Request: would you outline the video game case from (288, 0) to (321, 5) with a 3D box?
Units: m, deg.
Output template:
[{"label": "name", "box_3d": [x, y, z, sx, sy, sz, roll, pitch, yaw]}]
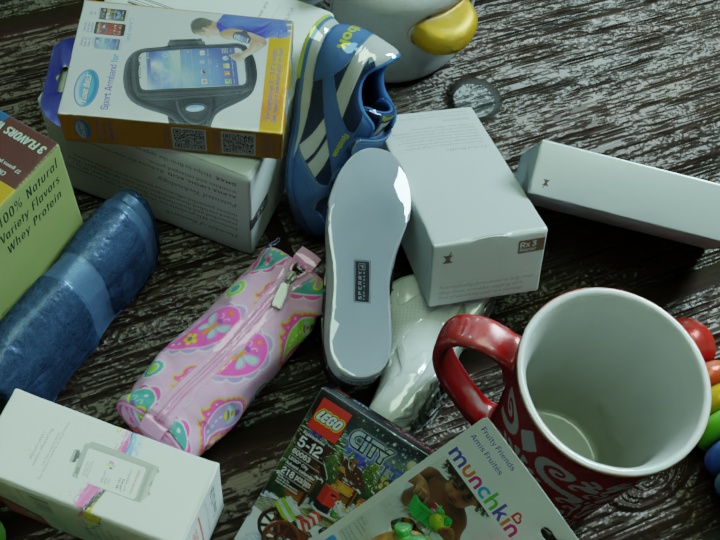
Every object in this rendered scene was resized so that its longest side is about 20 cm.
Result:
[{"label": "video game case", "box_3d": [-0.083, -0.324, 0.940, 0.023, 0.200, 0.183, 17, 72, -41]}]

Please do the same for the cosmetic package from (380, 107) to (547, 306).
[{"label": "cosmetic package", "box_3d": [0.080, -0.062, 0.851, 0.101, 0.074, 0.200, -8, 42, -9]}]

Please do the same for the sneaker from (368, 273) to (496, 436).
[{"label": "sneaker", "box_3d": [0.041, 0.060, 0.826, 0.099, 0.078, 0.200, 24, 53, 15]}]

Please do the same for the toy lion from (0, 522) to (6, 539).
[{"label": "toy lion", "box_3d": [-0.323, 0.238, 0.676, 0.200, 0.069, 0.192, 37, 71, 13]}]

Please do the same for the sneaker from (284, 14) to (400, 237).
[{"label": "sneaker", "box_3d": [-0.015, -0.116, 0.842, 0.082, 0.201, 0.074, 15, 30, 13]}]

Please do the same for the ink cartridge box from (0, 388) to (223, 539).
[{"label": "ink cartridge box", "box_3d": [-0.169, 0.168, 0.713, 0.199, 0.117, 0.068, 20, 62, 4]}]

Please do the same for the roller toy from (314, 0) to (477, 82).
[{"label": "roller toy", "box_3d": [0.028, -0.296, 0.972, 0.182, 0.140, 0.201, 7, 61, -2]}]

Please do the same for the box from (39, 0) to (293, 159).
[{"label": "box", "box_3d": [-0.157, -0.158, 0.787, 0.199, 0.042, 0.119, 5, 62, -6]}]

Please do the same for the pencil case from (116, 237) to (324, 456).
[{"label": "pencil case", "box_3d": [-0.106, 0.066, 0.794, 0.087, 0.088, 0.200, 36, 65, 14]}]

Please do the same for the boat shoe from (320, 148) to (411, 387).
[{"label": "boat shoe", "box_3d": [0.000, 0.000, 0.792, 0.070, 0.066, 0.201, 6, 71, -13]}]

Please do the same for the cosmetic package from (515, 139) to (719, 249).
[{"label": "cosmetic package", "box_3d": [0.242, -0.064, 0.861, 0.199, 0.151, 0.052, 14, 95, 2]}]

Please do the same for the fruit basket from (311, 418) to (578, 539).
[{"label": "fruit basket", "box_3d": [0.062, 0.226, 0.637, 0.185, 0.200, 0.094, 54, 28, 9]}]

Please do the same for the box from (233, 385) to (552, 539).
[{"label": "box", "box_3d": [0.023, 0.197, 0.726, 0.200, 0.038, 0.137, 31, 93, 11]}]

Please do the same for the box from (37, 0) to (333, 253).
[{"label": "box", "box_3d": [-0.150, -0.155, 0.882, 0.199, 0.131, 0.199, 20, 62, 5]}]

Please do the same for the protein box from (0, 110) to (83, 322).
[{"label": "protein box", "box_3d": [-0.329, -0.003, 0.742, 0.135, 0.200, 0.199, 29, 63, 10]}]

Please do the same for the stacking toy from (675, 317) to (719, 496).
[{"label": "stacking toy", "box_3d": [0.311, 0.128, 0.813, 0.085, 0.085, 0.200, -14, 57, -13]}]

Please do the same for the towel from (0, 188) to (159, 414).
[{"label": "towel", "box_3d": [-0.233, 0.032, 0.783, 0.048, 0.112, 0.200, 29, 62, 9]}]

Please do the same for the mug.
[{"label": "mug", "box_3d": [0.148, 0.102, 0.734, 0.133, 0.200, 0.178, -31, 68, -20]}]
